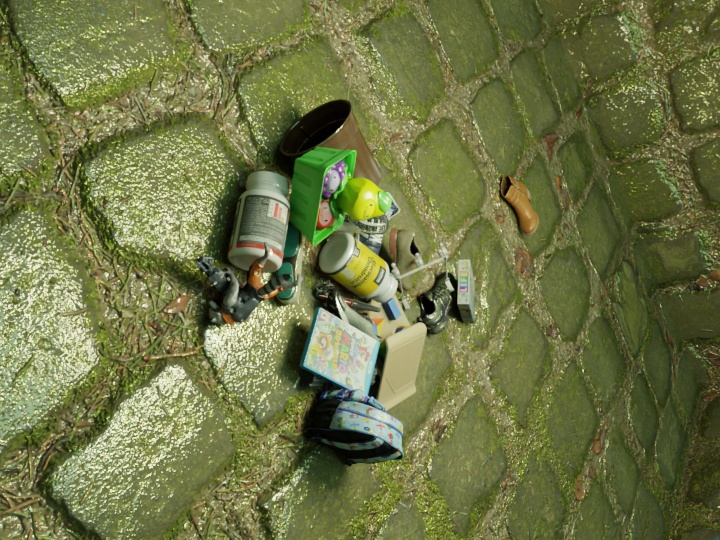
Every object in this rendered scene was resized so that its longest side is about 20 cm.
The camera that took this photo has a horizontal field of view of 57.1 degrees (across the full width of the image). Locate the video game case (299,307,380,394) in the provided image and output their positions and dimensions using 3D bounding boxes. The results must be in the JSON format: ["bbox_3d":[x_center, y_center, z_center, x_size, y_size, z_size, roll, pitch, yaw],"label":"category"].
[{"bbox_3d":[-0.043,0.191,1.519,0.200,0.018,0.143,33,58,-34],"label":"video game case"}]

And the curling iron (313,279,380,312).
[{"bbox_3d":[-0.028,0.072,1.627,0.200,0.050,0.026,24,29,-32],"label":"curling iron"}]

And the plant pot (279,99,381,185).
[{"bbox_3d":[-0.058,-0.272,1.606,0.198,0.200,0.200,53,45,-34],"label":"plant pot"}]

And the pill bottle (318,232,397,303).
[{"bbox_3d":[0.000,0.000,1.642,0.200,0.112,0.112,36,55,-36],"label":"pill bottle"}]

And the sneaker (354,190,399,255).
[{"bbox_3d":[0.046,-0.112,1.727,0.070,0.108,0.200,13,70,-45],"label":"sneaker"}]

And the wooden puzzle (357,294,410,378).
[{"bbox_3d":[0.074,0.155,1.733,0.200,0.046,0.185,-41,110,-46],"label":"wooden puzzle"}]

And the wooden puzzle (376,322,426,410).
[{"bbox_3d":[0.100,0.245,1.700,0.185,0.037,0.200,-17,118,-53],"label":"wooden puzzle"}]

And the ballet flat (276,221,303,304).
[{"bbox_3d":[-0.163,-0.018,1.518,0.062,0.067,0.200,45,47,-68],"label":"ballet flat"}]

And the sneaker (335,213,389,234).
[{"bbox_3d":[-0.029,-0.126,1.610,0.200,0.080,0.074,12,71,-4],"label":"sneaker"}]

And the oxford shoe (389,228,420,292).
[{"bbox_3d":[0.126,-0.021,1.781,0.070,0.075,0.200,-66,152,-47],"label":"oxford shoe"}]

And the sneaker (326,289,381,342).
[{"bbox_3d":[-0.017,0.120,1.604,0.079,0.074,0.200,-39,118,-14],"label":"sneaker"}]

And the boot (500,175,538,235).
[{"bbox_3d":[0.566,-0.237,2.364,0.155,0.077,0.200,26,58,-43],"label":"boot"}]

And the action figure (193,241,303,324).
[{"bbox_3d":[-0.237,0.034,1.326,0.200,0.193,0.105,44,7,-46],"label":"action figure"}]

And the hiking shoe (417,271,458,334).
[{"bbox_3d":[0.220,0.078,1.894,0.101,0.076,0.200,43,52,-36],"label":"hiking shoe"}]

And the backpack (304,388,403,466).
[{"bbox_3d":[0.005,0.351,1.482,0.183,0.200,0.135,41,54,-32],"label":"backpack"}]

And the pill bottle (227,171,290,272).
[{"bbox_3d":[-0.214,-0.105,1.430,0.116,0.116,0.200,27,61,-41],"label":"pill bottle"}]

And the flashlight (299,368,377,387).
[{"bbox_3d":[-0.052,0.247,1.558,0.200,0.068,0.068,2,80,-43],"label":"flashlight"}]

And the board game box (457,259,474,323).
[{"bbox_3d":[0.315,0.066,1.965,0.200,0.034,0.135,57,35,-65],"label":"board game box"}]

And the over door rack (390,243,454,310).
[{"bbox_3d":[0.162,0.011,1.758,0.200,0.148,0.067,69,-3,-56],"label":"over door rack"}]

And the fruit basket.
[{"bbox_3d":[-0.043,-0.158,1.463,0.156,0.215,0.216,-42,111,-48],"label":"fruit basket"}]
